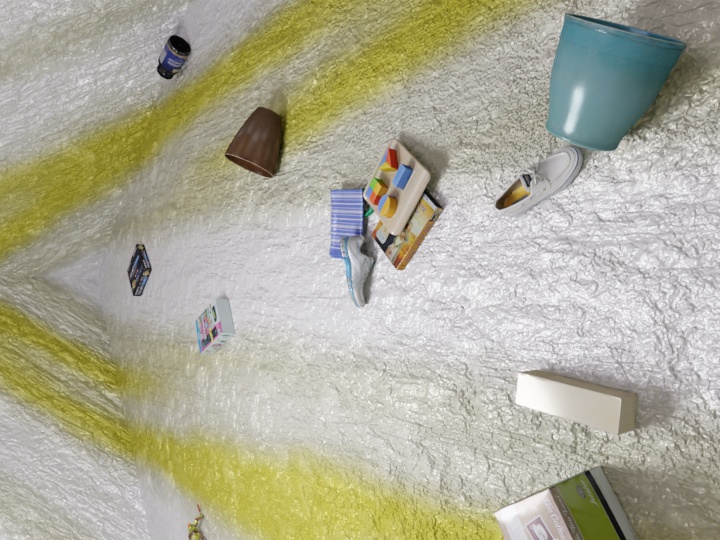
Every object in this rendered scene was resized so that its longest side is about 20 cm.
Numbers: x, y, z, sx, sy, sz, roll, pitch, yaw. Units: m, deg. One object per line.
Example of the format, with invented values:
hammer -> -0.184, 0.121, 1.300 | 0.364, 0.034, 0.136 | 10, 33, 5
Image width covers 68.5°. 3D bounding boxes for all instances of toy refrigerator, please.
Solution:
toy refrigerator -> 0.396, 0.243, 0.983 | 0.198, 0.075, 0.072 | 6, 91, 48

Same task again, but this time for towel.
towel -> -0.043, -0.134, 1.540 | 0.143, 0.024, 0.205 | 9, 101, 48

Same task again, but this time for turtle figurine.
turtle figurine -> -0.655, 1.059, 2.115 | 0.160, 0.064, 0.204 | 26, 106, 47

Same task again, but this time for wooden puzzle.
wooden puzzle -> 0.080, -0.221, 1.368 | 0.187, 0.046, 0.201 | -61, 40, 24

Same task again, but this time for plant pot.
plant pot -> -0.353, -0.457, 1.850 | 0.185, 0.185, 0.204 | 17, 84, 48
plant pot -> 0.421, -0.322, 0.924 | 0.200, 0.197, 0.191 | 43, 133, 41

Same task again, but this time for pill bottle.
pill bottle -> -0.915, -1.031, 2.573 | 0.199, 0.110, 0.114 | -35, 62, 42

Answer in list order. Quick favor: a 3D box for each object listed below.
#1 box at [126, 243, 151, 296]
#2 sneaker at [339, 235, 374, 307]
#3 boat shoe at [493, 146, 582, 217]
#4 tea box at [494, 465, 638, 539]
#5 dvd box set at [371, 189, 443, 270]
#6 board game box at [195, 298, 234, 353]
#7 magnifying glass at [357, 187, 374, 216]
box -> -1.192, -0.002, 2.842 | 0.201, 0.049, 0.200 | -56, 50, 29
sneaker -> 0.000, 0.000, 1.468 | 0.085, 0.075, 0.205 | -9, 95, 7
boat shoe -> 0.354, -0.180, 1.075 | 0.199, 0.069, 0.072 | -39, 59, 40
tea box -> 0.368, 0.472, 0.903 | 0.134, 0.194, 0.203 | -44, 56, 36
dvd box set -> 0.116, -0.124, 1.371 | 0.202, 0.029, 0.147 | -58, 48, 29
board game box -> -0.584, 0.226, 2.115 | 0.199, 0.063, 0.150 | -40, 58, 40
magnifying glass -> 0.051, -0.208, 1.464 | 0.198, 0.022, 0.081 | -22, 70, 47
